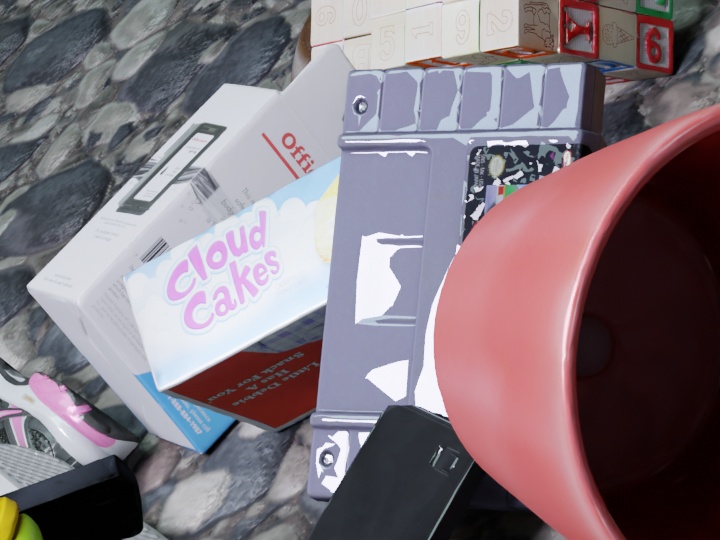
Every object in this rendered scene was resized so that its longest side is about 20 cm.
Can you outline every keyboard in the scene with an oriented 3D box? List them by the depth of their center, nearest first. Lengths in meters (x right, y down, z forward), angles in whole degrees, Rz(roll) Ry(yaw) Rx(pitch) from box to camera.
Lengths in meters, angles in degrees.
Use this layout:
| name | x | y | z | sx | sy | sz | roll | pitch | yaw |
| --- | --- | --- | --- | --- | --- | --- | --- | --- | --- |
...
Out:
| name | x | y | z | sx | sy | sz | roll | pitch | yaw |
| --- | --- | --- | --- | --- | --- | --- | --- | --- | --- |
| keyboard | 0.003 | 0.156 | 1.220 | 0.127 | 0.021 | 0.201 | 22 | 80 | 53 |
| keyboard | -0.198 | 0.120 | 1.311 | 0.199 | 0.104 | 0.040 | -20 | 63 | -12 |

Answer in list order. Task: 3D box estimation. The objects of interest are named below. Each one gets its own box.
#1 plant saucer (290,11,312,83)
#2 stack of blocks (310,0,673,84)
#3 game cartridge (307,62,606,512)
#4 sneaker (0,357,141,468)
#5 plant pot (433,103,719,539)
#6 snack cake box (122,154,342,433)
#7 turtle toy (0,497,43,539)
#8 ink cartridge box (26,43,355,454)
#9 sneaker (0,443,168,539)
| name | x | y | z | sx | sy | sz | roll | pitch | yaw |
| --- | --- | --- | --- | --- | --- | --- | --- | --- | --- |
| plant saucer | 0.031 | -0.161 | 1.730 | 0.200 | 0.037 | 0.201 | -30 | 28 | 18 |
| stack of blocks | 0.057 | -0.129 | 1.539 | 0.199 | 0.115 | 0.059 | -6 | 81 | 50 |
| game cartridge | 0.044 | 0.006 | 1.292 | 0.129 | 0.038 | 0.202 | -1 | 78 | 33 |
| sneaker | -0.201 | 0.096 | 1.579 | 0.087 | 0.080 | 0.200 | -56 | 23 | -10 |
| plant pot | 0.126 | 0.033 | 1.135 | 0.200 | 0.201 | 0.177 | -46 | 18 | -15 |
| snack cake box | 0.000 | 0.000 | 1.403 | 0.199 | 0.115 | 0.068 | -28 | 66 | 20 |
| turtle toy | -0.144 | 0.192 | 1.271 | 0.200 | 0.145 | 0.102 | 123 | 165 | -46 |
| ink cartridge box | -0.064 | -0.017 | 1.529 | 0.200 | 0.116 | 0.068 | -46 | 27 | -17 |
| sneaker | -0.140 | 0.161 | 1.422 | 0.200 | 0.073 | 0.082 | 39 | 118 | 55 |
